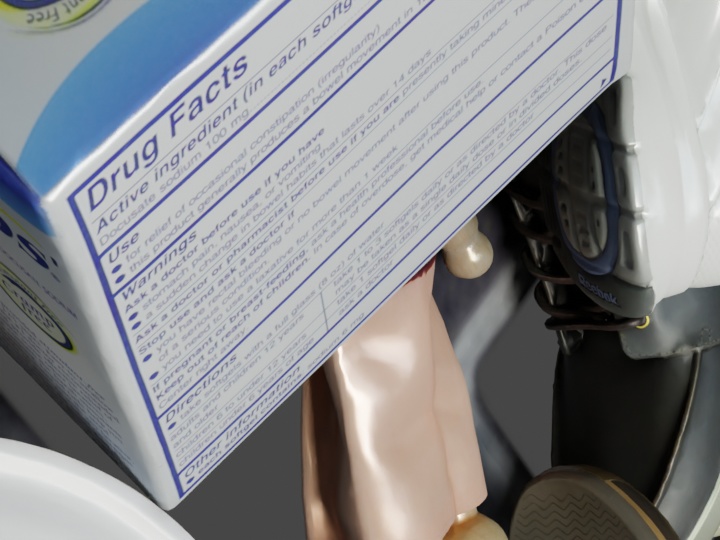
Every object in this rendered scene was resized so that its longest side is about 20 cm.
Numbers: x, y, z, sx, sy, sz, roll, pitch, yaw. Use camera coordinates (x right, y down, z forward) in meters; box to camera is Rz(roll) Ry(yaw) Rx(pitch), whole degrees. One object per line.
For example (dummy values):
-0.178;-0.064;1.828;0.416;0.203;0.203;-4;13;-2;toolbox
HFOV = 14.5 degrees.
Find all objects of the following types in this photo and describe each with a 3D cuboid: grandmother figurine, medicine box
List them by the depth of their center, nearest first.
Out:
-0.028;-0.065;0.694;0.182;0.103;0.200;-43;160;-14;medicine box
0.000;0.000;0.853;0.121;0.060;0.201;-43;128;-63;grandmother figurine

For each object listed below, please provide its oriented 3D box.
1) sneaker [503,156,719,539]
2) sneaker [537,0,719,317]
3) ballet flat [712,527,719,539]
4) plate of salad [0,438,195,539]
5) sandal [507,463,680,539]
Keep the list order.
0.073;0.000;0.916;0.106;0.075;0.201;18;77;-41;sneaker
0.095;-0.090;0.830;0.087;0.074;0.201;-8;102;-22;sneaker
0.115;0.126;0.958;0.071;0.069;0.200;66;27;-7;ballet flat
-0.111;0.141;0.721;0.199;0.048;0.201;1;88;-22;plate of salad
0.062;0.157;0.865;0.054;0.082;0.201;15;76;-41;sandal
